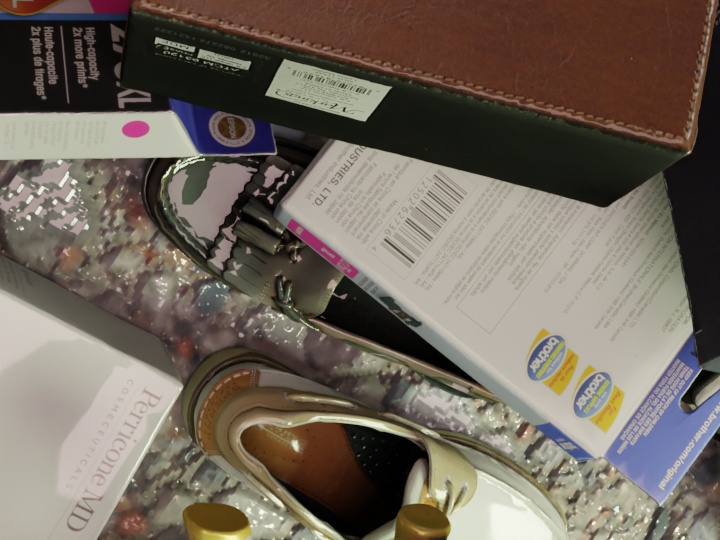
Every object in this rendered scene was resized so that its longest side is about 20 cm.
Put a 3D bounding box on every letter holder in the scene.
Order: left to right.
[{"bbox_3d":[0.025,-0.123,0.677,0.199,0.101,0.143,14,79,-7],"label":"letter holder"}]

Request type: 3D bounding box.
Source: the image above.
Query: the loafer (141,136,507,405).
[{"bbox_3d":[0.000,0.000,0.796,0.199,0.063,0.072,29,95,-20],"label":"loafer"}]

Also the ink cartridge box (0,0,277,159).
[{"bbox_3d":[-0.134,-0.090,0.723,0.199,0.095,0.037,-1,148,-17],"label":"ink cartridge box"}]

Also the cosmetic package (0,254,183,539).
[{"bbox_3d":[-0.182,0.035,0.750,0.199,0.074,0.102,28,96,-19],"label":"cosmetic package"}]

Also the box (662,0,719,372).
[{"bbox_3d":[0.223,-0.048,0.748,0.199,0.104,0.183,11,61,-36],"label":"box"}]

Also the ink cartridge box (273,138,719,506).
[{"bbox_3d":[0.077,-0.008,0.765,0.200,0.042,0.120,38,78,1],"label":"ink cartridge box"}]

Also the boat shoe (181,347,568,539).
[{"bbox_3d":[0.013,0.102,0.823,0.199,0.068,0.075,24,96,-20],"label":"boat shoe"}]

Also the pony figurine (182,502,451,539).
[{"bbox_3d":[-0.017,0.196,0.763,0.192,0.167,0.201,4,114,-33],"label":"pony figurine"}]

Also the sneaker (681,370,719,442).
[{"bbox_3d":[0.190,0.069,0.874,0.087,0.076,0.201,-1,102,1],"label":"sneaker"}]
